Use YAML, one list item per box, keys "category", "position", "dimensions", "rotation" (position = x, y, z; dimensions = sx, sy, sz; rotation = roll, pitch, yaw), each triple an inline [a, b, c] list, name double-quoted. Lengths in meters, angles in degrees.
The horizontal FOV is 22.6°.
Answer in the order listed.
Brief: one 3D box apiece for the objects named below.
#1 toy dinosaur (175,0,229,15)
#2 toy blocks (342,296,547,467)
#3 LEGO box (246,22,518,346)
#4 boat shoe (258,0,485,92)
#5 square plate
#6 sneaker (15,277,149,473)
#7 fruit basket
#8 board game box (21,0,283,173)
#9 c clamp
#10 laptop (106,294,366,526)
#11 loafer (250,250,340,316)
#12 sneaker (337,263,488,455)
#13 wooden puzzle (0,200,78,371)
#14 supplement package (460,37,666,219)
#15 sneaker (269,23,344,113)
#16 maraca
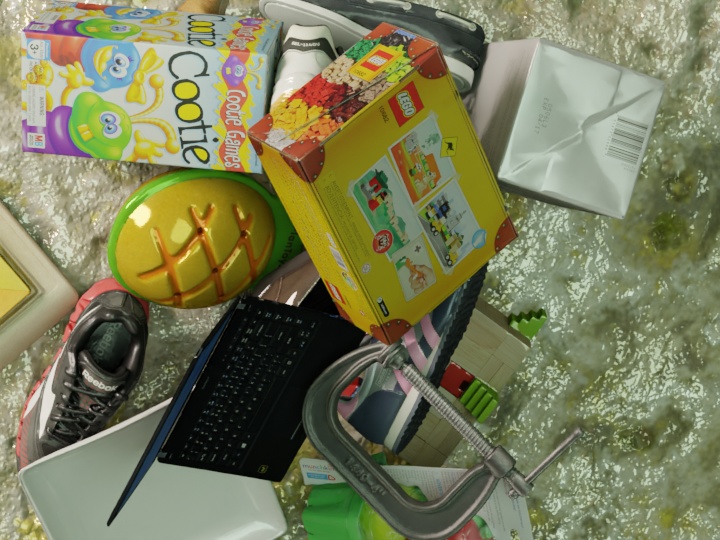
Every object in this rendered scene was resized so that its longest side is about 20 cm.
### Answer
- category: "toy dinosaur"
  position: [-0.132, -0.215, 1.538]
  dimensions: [0.106, 0.060, 0.201]
  rotation: [37, 88, -13]
- category: "toy blocks"
  position: [0.053, 0.082, 1.599]
  dimensions: [0.136, 0.100, 0.201]
  rotation: [35, 103, -7]
- category: "LEGO box"
  position: [0.021, -0.067, 1.422]
  dimensions: [0.149, 0.077, 0.201]
  rotation: [-39, 128, -17]
- category: "boat shoe"
  position: [0.011, -0.215, 1.567]
  dimensions: [0.199, 0.076, 0.061]
  rotation: [21, 73, -8]
- category: "square plate"
  position: [-0.178, 0.196, 1.560]
  dimensions: [0.199, 0.028, 0.199]
  rotation: [-25, 127, -12]
- category: "sneaker"
  position: [-0.238, 0.105, 1.535]
  dimensions: [0.070, 0.098, 0.202]
  rotation: [25, 92, -16]
- category: "fruit basket"
  position: [0.057, 0.231, 1.576]
  dimensions: [0.198, 0.094, 0.186]
  rotation: [-3, 128, 15]
- category: "board game box"
  position: [-0.169, -0.152, 1.477]
  dimensions: [0.198, 0.103, 0.106]
  rotation: [5, 112, 3]
- category: "c clamp"
  position: [0.057, 0.131, 1.485]
  dimensions: [0.200, 0.027, 0.171]
  rotation: [39, 106, 4]
- category: "laptop"
  position: [-0.096, 0.121, 1.463]
  dimensions: [0.199, 0.104, 0.178]
  rotation: [14, 118, -33]
- category: "loafer"
  position: [0.000, 0.000, 1.528]
  dimensions: [0.200, 0.071, 0.073]
  rotation: [-39, 129, 5]
- category: "sneaker"
  position: [0.042, 0.051, 1.526]
  dimensions: [0.082, 0.070, 0.201]
  rotation: [27, 94, 16]
- category: "wooden puzzle"
  position: [-0.367, 0.011, 1.525]
  dimensions: [0.185, 0.037, 0.200]
  rotation: [-41, 104, -5]
- category: "supplement package"
  position: [0.158, -0.123, 1.541]
  dimensions: [0.119, 0.200, 0.122]
  rotation: [16, 92, -14]
- category: "sneaker"
  position: [-0.028, -0.146, 1.508]
  dimensions: [0.075, 0.200, 0.089]
  rotation: [3, 79, 4]
- category: "maraca"
  position: [-0.123, -0.027, 1.542]
  dimensions: [0.199, 0.107, 0.138]
  rotation: [3, 126, -32]
